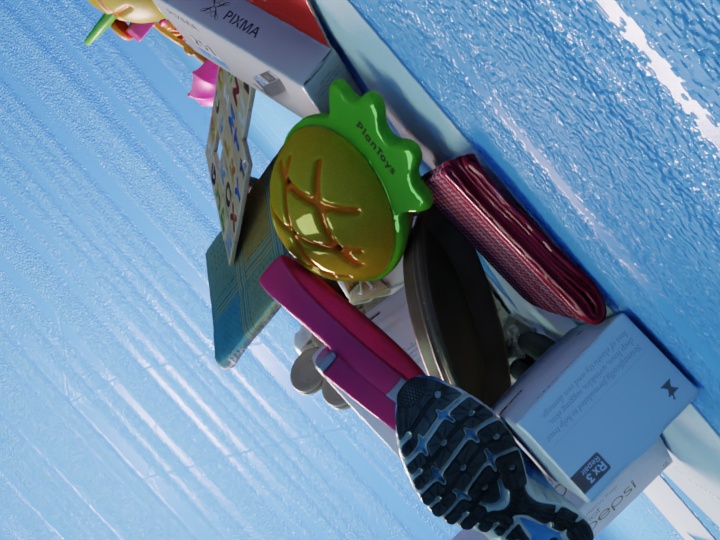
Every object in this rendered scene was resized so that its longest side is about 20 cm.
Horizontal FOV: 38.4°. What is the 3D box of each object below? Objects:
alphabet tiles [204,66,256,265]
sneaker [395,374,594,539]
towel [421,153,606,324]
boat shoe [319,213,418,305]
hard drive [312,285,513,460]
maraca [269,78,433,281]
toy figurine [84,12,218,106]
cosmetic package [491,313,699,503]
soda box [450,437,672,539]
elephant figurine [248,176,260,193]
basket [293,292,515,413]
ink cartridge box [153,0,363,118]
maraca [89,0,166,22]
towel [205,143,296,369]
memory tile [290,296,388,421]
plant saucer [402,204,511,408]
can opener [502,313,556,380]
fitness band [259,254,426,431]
[{"bbox_3d":[-0.127,-0.136,1.016,0.202,0.007,0.169,107,154,-44],"label":"alphabet tiles"},{"bbox_3d":[0.085,0.147,0.754,0.200,0.078,0.090,49,-179,-26],"label":"sneaker"},{"bbox_3d":[0.102,-0.023,0.744,0.145,0.022,0.200,47,180,-3],"label":"towel"},{"bbox_3d":[0.000,0.000,0.982,0.068,0.198,0.076,-33,-79,-57],"label":"boat shoe"},{"bbox_3d":[0.062,0.108,0.976,0.200,0.131,0.026,50,-172,-34],"label":"hard drive"},{"bbox_3d":[-0.008,-0.064,0.798,0.138,0.107,0.200,49,150,5],"label":"maraca"},{"bbox_3d":[-0.216,-0.288,1.271,0.183,0.150,0.201,38,-157,-21],"label":"toy figurine"},{"bbox_3d":[0.154,0.093,0.724,0.074,0.102,0.200,45,176,7],"label":"cosmetic package"},{"bbox_3d":[0.172,0.200,0.892,0.064,0.200,0.068,44,177,41],"label":"soda box"},{"bbox_3d":[-0.076,-0.061,1.102,0.141,0.197,0.158,30,-127,-47],"label":"elephant figurine"},{"bbox_3d":[0.069,0.098,1.155,0.199,0.200,0.161,49,175,-41],"label":"basket"},{"bbox_3d":[-0.099,-0.203,0.829,0.199,0.045,0.176,35,172,29],"label":"ink cartridge box"},{"bbox_3d":[-0.259,-0.335,1.049,0.200,0.107,0.137,48,175,3],"label":"maraca"},{"bbox_3d":[-0.101,-0.010,1.012,0.021,0.200,0.149,9,-125,-30],"label":"towel"},{"bbox_3d":[0.016,0.052,1.072,0.152,0.202,0.017,14,163,42],"label":"memory tile"},{"bbox_3d":[0.081,0.042,0.860,0.200,0.029,0.204,-17,-89,-71],"label":"plant saucer"},{"bbox_3d":[0.180,0.088,0.984,0.066,0.054,0.200,15,-174,-14],"label":"can opener"},{"bbox_3d":[-0.001,0.065,0.819,0.200,0.037,0.144,42,-175,-26],"label":"fitness band"}]
